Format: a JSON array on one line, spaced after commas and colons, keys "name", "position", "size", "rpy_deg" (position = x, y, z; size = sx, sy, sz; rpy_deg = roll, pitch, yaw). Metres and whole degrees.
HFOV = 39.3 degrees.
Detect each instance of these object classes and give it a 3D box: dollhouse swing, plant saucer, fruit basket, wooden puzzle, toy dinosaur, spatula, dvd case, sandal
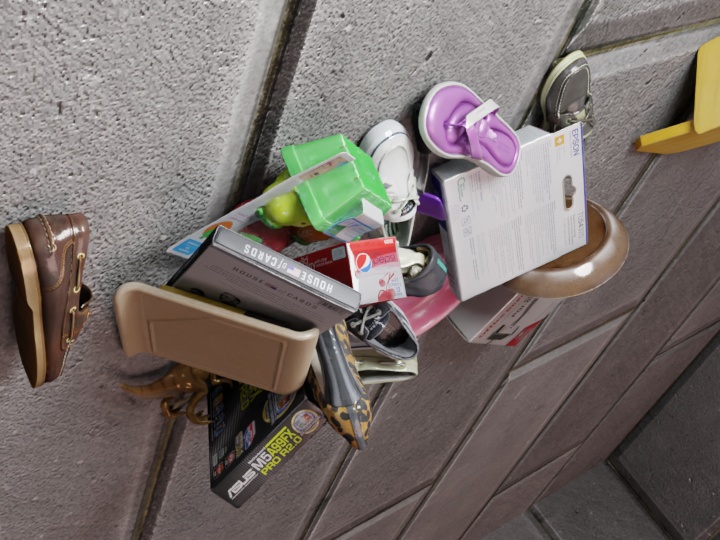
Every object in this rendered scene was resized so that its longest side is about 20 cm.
[{"name": "dollhouse swing", "position": [0.527, -0.273, 1.540], "size": [0.199, 0.174, 0.185], "rpy_deg": [-5, 98, -50]}, {"name": "plant saucer", "position": [0.084, 0.020, 1.395], "size": [0.199, 0.051, 0.201], "rpy_deg": [-31, 154, -16]}, {"name": "fruit basket", "position": [-0.070, -0.048, 1.012], "size": [0.199, 0.095, 0.185], "rpy_deg": [-33, 165, 10]}, {"name": "plant saucer", "position": [0.269, -0.043, 1.396], "size": [0.199, 0.200, 0.032], "rpy_deg": [-32, 132, -14]}, {"name": "wooden puzzle", "position": [-0.145, 0.067, 1.024], "size": [0.197, 0.038, 0.185], "rpy_deg": [13, 156, -3]}, {"name": "toy dinosaur", "position": [-0.213, 0.133, 1.185], "size": [0.199, 0.060, 0.108], "rpy_deg": [-23, 127, -42]}, {"name": "spatula", "position": [0.071, -0.122, 1.155], "size": [0.201, 0.056, 0.021], "rpy_deg": [84, 30, -53]}, {"name": "dvd case", "position": [-0.104, 0.028, 0.980], "size": [0.200, 0.149, 0.025], "rpy_deg": [-35, -146, 59]}, {"name": "sandal", "position": [0.135, -0.157, 1.119], "size": [0.201, 0.049, 0.084], "rpy_deg": [12, 86, -53]}]

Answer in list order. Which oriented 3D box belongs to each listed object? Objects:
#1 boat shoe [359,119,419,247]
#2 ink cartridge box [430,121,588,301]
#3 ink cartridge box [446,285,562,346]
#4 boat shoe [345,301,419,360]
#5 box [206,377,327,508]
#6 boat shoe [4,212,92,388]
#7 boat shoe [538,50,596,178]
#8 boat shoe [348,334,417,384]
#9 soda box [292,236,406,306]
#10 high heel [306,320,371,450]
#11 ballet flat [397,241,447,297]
[{"name": "boat shoe", "position": [0.040, -0.087, 1.133], "size": [0.073, 0.067, 0.201], "rpy_deg": [-33, 155, -14]}, {"name": "ink cartridge box", "position": [0.193, -0.079, 1.285], "size": [0.198, 0.043, 0.198], "rpy_deg": [-24, 130, -13]}, {"name": "ink cartridge box", "position": [0.233, 0.042, 1.600], "size": [0.147, 0.083, 0.199], "rpy_deg": [-47, 155, 18]}, {"name": "boat shoe", "position": [0.006, 0.055, 1.255], "size": [0.072, 0.068, 0.200], "rpy_deg": [-43, 131, 4]}, {"name": "box", "position": [-0.114, 0.160, 1.199], "size": [0.044, 0.201, 0.160], "rpy_deg": [39, 105, -25]}, {"name": "boat shoe", "position": [-0.270, 0.030, 0.892], "size": [0.070, 0.071, 0.201], "rpy_deg": [-18, 148, -30]}, {"name": "boat shoe", "position": [0.267, -0.192, 1.273], "size": [0.071, 0.066, 0.202], "rpy_deg": [-31, 154, -14]}, {"name": "boat shoe", "position": [-0.018, 0.125, 1.346], "size": [0.197, 0.063, 0.072], "rpy_deg": [-10, 150, -5]}, {"name": "soda box", "position": [-0.042, 0.015, 1.050], "size": [0.069, 0.064, 0.199], "rpy_deg": [-8, 176, -39]}, {"name": "high heel", "position": [-0.032, 0.123, 1.140], "size": [0.070, 0.145, 0.200], "rpy_deg": [-18, -177, -6]}, {"name": "ballet flat", "position": [0.000, 0.000, 1.153], "size": [0.197, 0.074, 0.073], "rpy_deg": [-5, 156, 8]}]
